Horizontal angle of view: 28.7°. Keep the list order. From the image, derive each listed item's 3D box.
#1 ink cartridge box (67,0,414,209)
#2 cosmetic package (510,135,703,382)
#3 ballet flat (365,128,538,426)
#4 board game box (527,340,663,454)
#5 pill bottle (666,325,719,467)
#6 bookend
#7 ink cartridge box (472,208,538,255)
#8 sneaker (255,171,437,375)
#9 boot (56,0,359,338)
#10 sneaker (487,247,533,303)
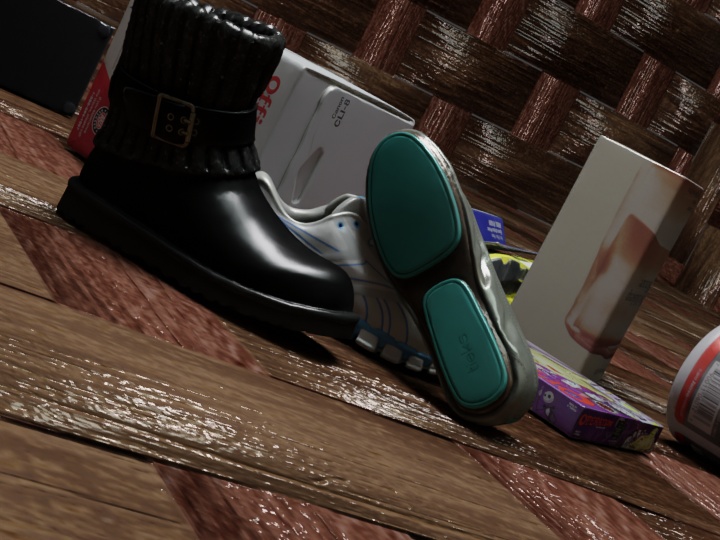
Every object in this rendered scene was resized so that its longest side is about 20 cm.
[{"bbox_3d":[-0.093,-0.106,1.082,0.200,0.145,0.145,34,10,38],"label":"ink cartridge box"},{"bbox_3d":[0.211,-0.007,1.239,0.087,0.200,0.103,31,10,20],"label":"cosmetic package"},{"bbox_3d":[0.056,0.007,0.887,0.064,0.067,0.200,24,43,-62],"label":"ballet flat"},{"bbox_3d":[0.119,0.072,1.058,0.120,0.032,0.200,11,17,-49],"label":"board game box"},{"bbox_3d":[0.352,0.131,1.107,0.200,0.116,0.116,33,10,38],"label":"pill bottle"},{"bbox_3d":[-0.350,-0.241,1.311,0.200,0.092,0.199,25,8,-23],"label":"bookend"},{"bbox_3d":[0.071,-0.049,1.408,0.200,0.043,0.196,6,0,20],"label":"ink cartridge box"},{"bbox_3d":[0.000,0.000,0.917,0.200,0.087,0.075,26,6,-13],"label":"sneaker"},{"bbox_3d":[-0.070,-0.065,0.836,0.211,0.158,0.079,28,8,10],"label":"boot"},{"bbox_3d":[0.146,0.012,1.363,0.085,0.075,0.200,27,3,41],"label":"sneaker"}]
